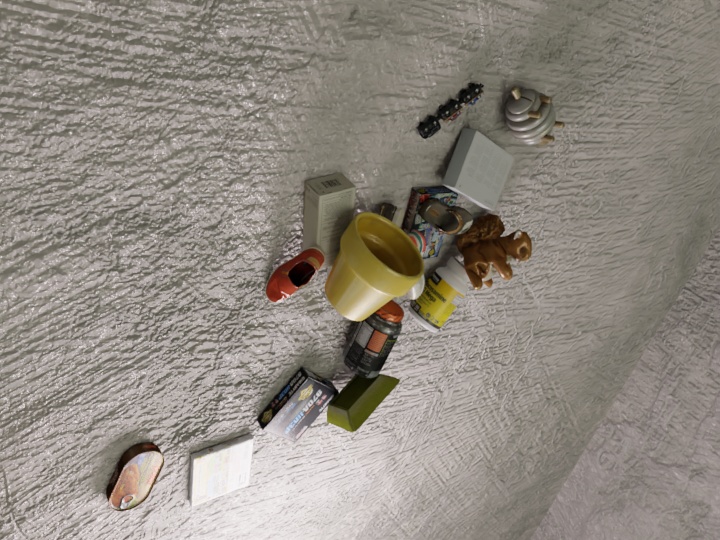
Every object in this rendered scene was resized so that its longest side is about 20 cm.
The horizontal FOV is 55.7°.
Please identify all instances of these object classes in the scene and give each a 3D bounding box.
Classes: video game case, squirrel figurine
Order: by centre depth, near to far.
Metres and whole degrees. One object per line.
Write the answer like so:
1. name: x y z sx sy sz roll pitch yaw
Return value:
1. squirrel figurine: 0.373 -0.070 1.887 0.185 0.204 0.140 -35 160 25
2. video game case: -0.389 0.558 1.902 0.178 0.023 0.204 -13 131 -32

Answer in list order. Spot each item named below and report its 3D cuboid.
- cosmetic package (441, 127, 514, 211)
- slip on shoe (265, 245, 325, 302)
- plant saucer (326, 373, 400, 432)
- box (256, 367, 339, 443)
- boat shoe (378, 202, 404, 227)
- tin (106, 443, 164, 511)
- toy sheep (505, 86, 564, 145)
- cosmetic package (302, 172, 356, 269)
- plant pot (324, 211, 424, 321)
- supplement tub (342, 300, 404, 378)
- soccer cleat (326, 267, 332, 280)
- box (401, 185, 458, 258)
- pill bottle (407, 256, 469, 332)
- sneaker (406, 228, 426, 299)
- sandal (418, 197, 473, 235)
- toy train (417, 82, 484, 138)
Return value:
1. cosmetic package: 0.307 -0.259 1.766 0.198 0.051 0.154 19 91 -46
2. slip on shoe: -0.158 0.017 1.577 0.074 0.062 0.199 43 124 -16
3. plant saucer: -0.006 0.356 1.935 0.200 0.199 0.048 -45 106 -21
4. box: -0.174 0.381 1.916 0.201 0.046 0.159 -48 140 3
5. boat shoe: 0.046 -0.067 1.684 0.205 0.058 0.072 -69 164 1
6. tin: -0.566 0.519 1.711 0.110 0.042 0.203 14 113 -41
7. toy sheep: 0.432 -0.393 1.727 0.138 0.138 0.201 -42 129 -2
8. cosmetic package: -0.075 -0.112 1.577 0.102 0.073 0.204 -16 132 -30
9. plant pot: 0.017 0.004 1.563 0.197 0.203 0.190 7 133 -42
10. supplement tub: 0.038 0.181 1.872 0.120 0.123 0.203 6 119 -42
11. soccer cleat: 0.000 0.000 1.742 0.195 0.070 0.079 -5 132 -28
12. box: 0.173 -0.123 1.799 0.134 0.040 0.204 -9 128 -33
13. pill bottle: 0.233 0.066 1.949 0.111 0.112 0.202 26 104 -47
14. sneaker: 0.116 -0.005 1.758 0.092 0.070 0.204 -26 133 -34
15. sandal: 0.229 -0.133 1.765 0.198 0.055 0.083 21 108 -47
16. toy train: 0.220 -0.381 1.632 0.198 0.034 0.046 -38 142 -8
